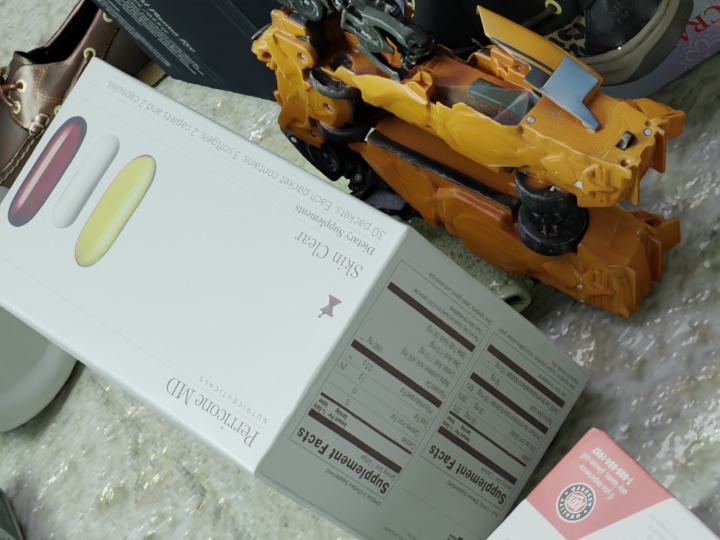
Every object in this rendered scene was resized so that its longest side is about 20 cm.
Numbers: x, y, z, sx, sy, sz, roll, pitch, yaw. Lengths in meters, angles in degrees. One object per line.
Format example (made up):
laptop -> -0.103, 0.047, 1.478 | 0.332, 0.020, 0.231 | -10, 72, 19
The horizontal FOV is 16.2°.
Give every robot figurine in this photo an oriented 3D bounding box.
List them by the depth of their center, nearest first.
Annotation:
robot figurine -> 0.040, -0.063, 1.065 | 0.199, 0.146, 0.058 | 30, 59, 25

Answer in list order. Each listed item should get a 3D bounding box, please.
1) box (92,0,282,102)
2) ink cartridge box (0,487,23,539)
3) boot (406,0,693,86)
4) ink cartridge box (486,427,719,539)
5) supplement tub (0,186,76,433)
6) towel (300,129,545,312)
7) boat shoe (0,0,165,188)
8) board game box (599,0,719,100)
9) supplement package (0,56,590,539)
box -> -0.086, -0.187, 1.309 | 0.104, 0.200, 0.182 | -54, 35, -12
ink cartridge box -> -0.238, 0.205, 1.226 | 0.200, 0.047, 0.160 | -43, 35, 5
boot -> 0.032, -0.143, 1.107 | 0.199, 0.150, 0.074 | 8, 64, 50
ink cartridge box -> 0.061, 0.170, 0.915 | 0.200, 0.067, 0.116 | -46, 34, 0
supplement tub -> -0.250, 0.014, 1.352 | 0.199, 0.132, 0.133 | 7, 61, 49
towel -> 0.000, 0.000, 1.176 | 0.148, 0.036, 0.200 | -41, 35, 8
boat shoe -> -0.172, -0.105, 1.440 | 0.200, 0.070, 0.070 | -51, 35, -1
board game box -> 0.145, -0.177, 1.184 | 0.199, 0.041, 0.201 | -32, 38, 23
supplement package -> -0.037, 0.022, 1.042 | 0.199, 0.156, 0.111 | 29, 85, 40
